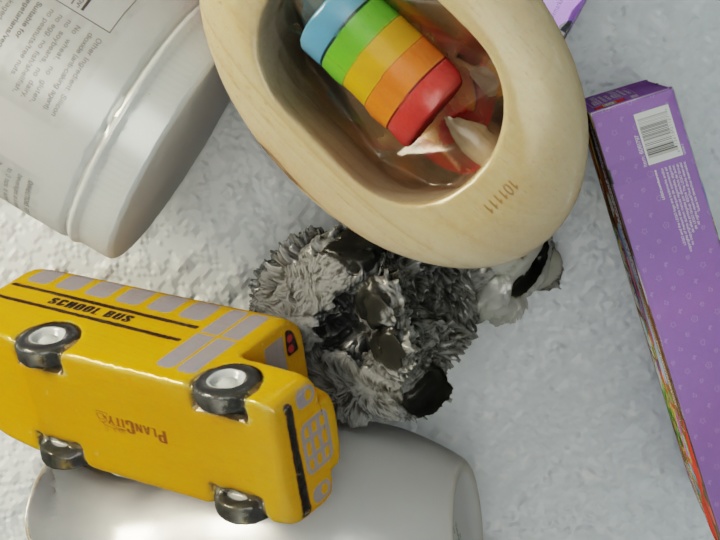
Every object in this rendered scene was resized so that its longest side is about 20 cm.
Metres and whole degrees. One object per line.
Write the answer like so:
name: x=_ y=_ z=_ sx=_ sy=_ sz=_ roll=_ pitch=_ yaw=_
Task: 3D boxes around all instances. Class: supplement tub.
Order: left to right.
supplement tub: x=-0.165 y=-0.109 z=0.805 sx=0.200 sy=0.132 sz=0.132 roll=32 pitch=100 yaw=1

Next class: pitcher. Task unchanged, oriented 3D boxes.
pitcher: x=-0.041 y=0.155 z=0.847 sx=0.200 sy=0.121 sz=0.172 roll=-4 pitch=122 yaw=14

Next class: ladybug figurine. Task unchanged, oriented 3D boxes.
ladybug figurine: x=0.017 y=-0.091 z=0.735 sx=0.200 sy=0.072 sz=0.136 roll=48 pitch=118 yaw=6

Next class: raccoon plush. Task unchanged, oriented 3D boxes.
raccoon plush: x=0.000 y=0.000 z=0.845 sx=0.200 sy=0.134 sz=0.097 roll=3 pitch=117 yaw=38

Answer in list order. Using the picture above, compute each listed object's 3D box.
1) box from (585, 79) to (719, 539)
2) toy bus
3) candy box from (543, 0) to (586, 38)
box: x=0.144 y=0.016 z=0.785 sx=0.039 sy=0.137 sz=0.200 roll=-17 pitch=95 yaw=7
toy bus: x=-0.093 y=0.053 z=0.799 sx=0.200 sy=0.078 sz=0.065 roll=10 pitch=121 yaw=34
candy box: x=0.020 y=-0.178 z=0.805 sx=0.200 sy=0.072 sz=0.168 roll=30 pitch=100 yaw=1
